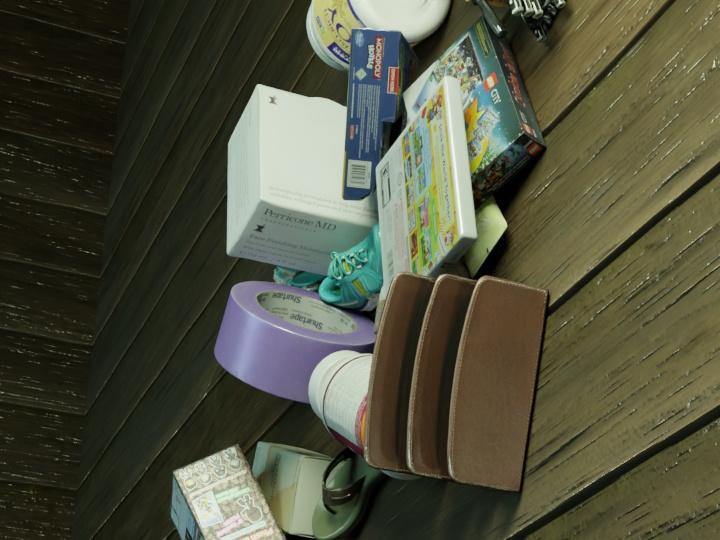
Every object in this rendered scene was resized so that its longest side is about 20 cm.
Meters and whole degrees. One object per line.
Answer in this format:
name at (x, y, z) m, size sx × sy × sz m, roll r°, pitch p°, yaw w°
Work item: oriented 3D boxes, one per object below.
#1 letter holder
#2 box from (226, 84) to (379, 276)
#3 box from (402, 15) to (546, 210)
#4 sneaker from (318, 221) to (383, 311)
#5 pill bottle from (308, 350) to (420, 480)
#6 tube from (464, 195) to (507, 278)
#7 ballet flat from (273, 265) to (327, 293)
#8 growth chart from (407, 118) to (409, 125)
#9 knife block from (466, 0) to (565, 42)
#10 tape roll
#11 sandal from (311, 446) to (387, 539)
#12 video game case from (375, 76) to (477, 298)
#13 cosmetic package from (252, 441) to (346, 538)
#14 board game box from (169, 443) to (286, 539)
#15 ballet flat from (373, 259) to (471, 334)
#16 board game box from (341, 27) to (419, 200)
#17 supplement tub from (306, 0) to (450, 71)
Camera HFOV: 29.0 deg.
letter holder at (0.090, 0.106, 1.376) m, size 0.100 × 0.141 × 0.202 m, roll 169°, pitch 112°, yaw -68°
box at (-0.065, -0.113, 1.836) m, size 0.131 × 0.197 × 0.202 m, roll 125°, pitch 150°, yaw -47°
box at (0.121, -0.167, 1.528) m, size 0.136 × 0.038 × 0.201 m, roll -41°, pitch 40°, yaw 29°
sneaker at (0.000, 0.000, 1.742) m, size 0.200 × 0.079 × 0.078 m, roll 121°, pitch 151°, yaw -59°
pill bottle at (0.019, 0.156, 1.564) m, size 0.200 × 0.109 × 0.111 m, roll 21°, pitch 99°, yaw 64°
tube at (0.119, -0.084, 1.552) m, size 0.201 × 0.051 × 0.058 m, roll -105°, pitch -3°, yaw -47°
ballet flat at (-0.074, 0.026, 1.998) m, size 0.200 × 0.075 × 0.065 m, roll -146°, pitch 39°, yaw -73°
growth chart at (0.065, -0.149, 1.722) m, size 0.200 × 0.018 × 0.146 m, roll -108°, pitch 36°, yaw -69°
knife block at (0.131, -0.328, 1.482) m, size 0.064 × 0.199 × 0.176 m, roll -60°, pitch -3°, yaw 38°
tape roll at (-0.080, 0.090, 1.759) m, size 0.200 × 0.198 × 0.086 m, roll -129°, pitch 53°, yaw -65°
sandal at (-0.014, 0.246, 1.686) m, size 0.202 × 0.057 × 0.080 m, roll -59°, pitch 32°, yaw 31°
video game case at (0.067, -0.075, 1.489) m, size 0.182 × 0.023 × 0.202 m, roll 129°, pitch 144°, yaw -51°
cosmetic package at (-0.085, 0.290, 1.844) m, size 0.200 × 0.070 × 0.106 m, roll 172°, pitch 108°, yaw -69°
board game box at (-0.165, 0.359, 1.821) m, size 0.201 × 0.096 × 0.160 m, roll 60°, pitch 158°, yaw 23°
ballet flat at (0.064, 0.018, 1.593) m, size 0.200 × 0.068 × 0.068 m, roll -37°, pitch 75°, yaw 56°
board game box at (0.028, -0.198, 1.691) m, size 0.200 × 0.061 × 0.202 m, roll -52°, pitch -33°, yaw -73°
supplement tub at (0.019, -0.346, 1.824) m, size 0.200 × 0.144 × 0.147 m, roll 159°, pitch 121°, yaw -67°
